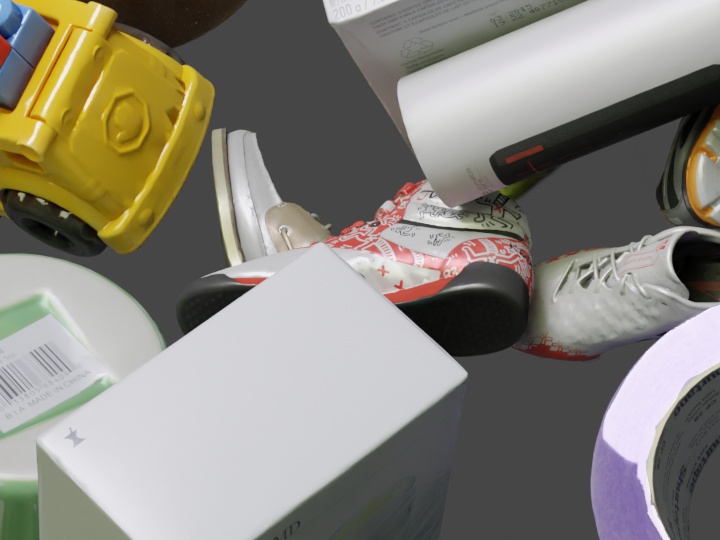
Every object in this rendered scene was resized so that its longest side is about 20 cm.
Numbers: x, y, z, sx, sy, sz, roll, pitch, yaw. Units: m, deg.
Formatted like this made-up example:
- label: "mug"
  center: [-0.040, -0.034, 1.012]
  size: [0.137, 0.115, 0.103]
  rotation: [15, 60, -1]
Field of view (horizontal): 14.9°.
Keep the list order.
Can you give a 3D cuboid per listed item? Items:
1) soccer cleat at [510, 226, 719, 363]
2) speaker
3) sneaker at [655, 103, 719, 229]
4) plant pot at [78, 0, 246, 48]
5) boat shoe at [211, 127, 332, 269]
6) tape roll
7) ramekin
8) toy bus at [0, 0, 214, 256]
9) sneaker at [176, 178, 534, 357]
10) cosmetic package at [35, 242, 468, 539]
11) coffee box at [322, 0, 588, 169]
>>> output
- label: "soccer cleat"
  center: [0.161, 0.008, 1.542]
  size: [0.199, 0.085, 0.069]
  rotation: [-3, 65, 20]
- label: "speaker"
  center: [0.123, -0.106, 1.519]
  size: [0.199, 0.081, 0.082]
  rotation: [-21, 60, 14]
- label: "sneaker"
  center: [0.231, -0.102, 1.576]
  size: [0.078, 0.077, 0.200]
  rotation: [44, 66, -10]
- label: "plant pot"
  center: [-0.166, -0.264, 1.735]
  size: [0.186, 0.200, 0.188]
  rotation: [-8, 63, 17]
- label: "boat shoe"
  center: [-0.045, -0.001, 1.643]
  size: [0.068, 0.075, 0.201]
  rotation: [-12, 61, -2]
- label: "tape roll"
  center: [0.227, 0.119, 1.462]
  size: [0.199, 0.085, 0.201]
  rotation: [-9, 64, 18]
- label: "ramekin"
  center: [-0.199, 0.084, 1.590]
  size: [0.199, 0.098, 0.201]
  rotation: [6, 47, -7]
- label: "toy bus"
  center: [-0.222, -0.114, 1.679]
  size: [0.199, 0.192, 0.136]
  rotation: [16, 74, 35]
- label: "sneaker"
  center: [0.001, 0.001, 1.573]
  size: [0.200, 0.067, 0.108]
  rotation: [-3, 36, 11]
- label: "cosmetic package"
  center: [-0.060, 0.128, 1.464]
  size: [0.199, 0.200, 0.123]
  rotation: [-35, 61, -28]
- label: "coffee box"
  center: [0.082, -0.208, 1.608]
  size: [0.199, 0.200, 0.199]
  rotation: [-20, 60, 11]
